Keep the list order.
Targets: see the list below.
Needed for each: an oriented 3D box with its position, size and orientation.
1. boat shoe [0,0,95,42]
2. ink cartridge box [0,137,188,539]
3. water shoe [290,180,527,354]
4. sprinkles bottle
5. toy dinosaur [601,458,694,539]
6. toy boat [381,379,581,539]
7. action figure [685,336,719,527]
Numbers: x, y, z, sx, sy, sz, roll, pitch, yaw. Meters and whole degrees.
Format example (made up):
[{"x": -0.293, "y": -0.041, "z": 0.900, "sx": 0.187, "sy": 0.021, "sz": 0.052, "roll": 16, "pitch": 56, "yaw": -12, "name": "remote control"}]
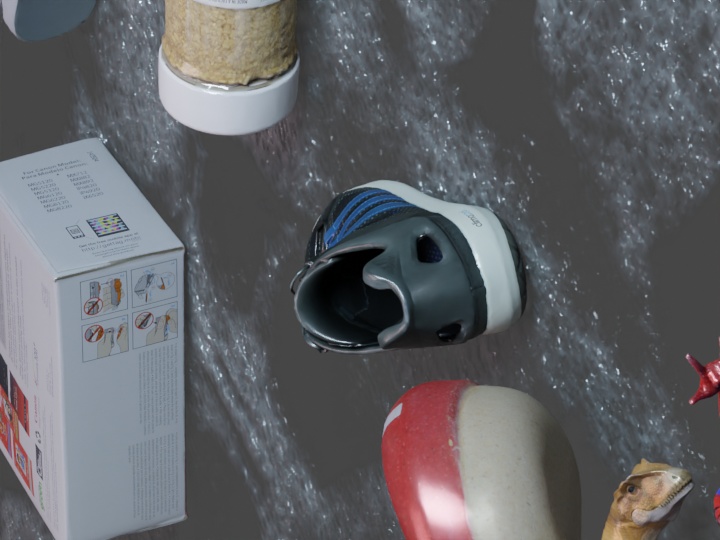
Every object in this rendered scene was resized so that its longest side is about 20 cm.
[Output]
[{"x": -0.183, "y": -0.211, "z": 1.575, "sx": 0.091, "sy": 0.071, "sz": 0.200, "roll": 64, "pitch": 157, "yaw": 17, "name": "boat shoe"}, {"x": -0.174, "y": 0.032, "z": 1.689, "sx": 0.176, "sy": 0.084, "sz": 0.200, "roll": 49, "pitch": 146, "yaw": 47, "name": "ink cartridge box"}, {"x": 0.000, "y": 0.000, "z": 1.262, "sx": 0.200, "sy": 0.079, "sz": 0.072, "roll": -4, "pitch": 100, "yaw": 68, "name": "water shoe"}, {"x": -0.058, "y": -0.161, "z": 1.317, "sx": 0.068, "sy": 0.068, "sz": 0.200, "roll": 53, "pitch": 148, "yaw": 43, "name": "sprinkles bottle"}, {"x": 0.092, "y": 0.172, "z": 1.104, "sx": 0.200, "sy": 0.106, "sz": 0.060, "roll": -64, "pitch": -6, "yaw": 0, "name": "toy dinosaur"}, {"x": 0.026, "y": 0.142, "z": 1.184, "sx": 0.131, "sy": 0.131, "sz": 0.200, "roll": -78, "pitch": -13, "yaw": -62, "name": "toy boat"}, {"x": 0.150, "y": 0.054, "z": 0.987, "sx": 0.065, "sy": 0.052, "sz": 0.200, "roll": 55, "pitch": 153, "yaw": 34, "name": "action figure"}]
